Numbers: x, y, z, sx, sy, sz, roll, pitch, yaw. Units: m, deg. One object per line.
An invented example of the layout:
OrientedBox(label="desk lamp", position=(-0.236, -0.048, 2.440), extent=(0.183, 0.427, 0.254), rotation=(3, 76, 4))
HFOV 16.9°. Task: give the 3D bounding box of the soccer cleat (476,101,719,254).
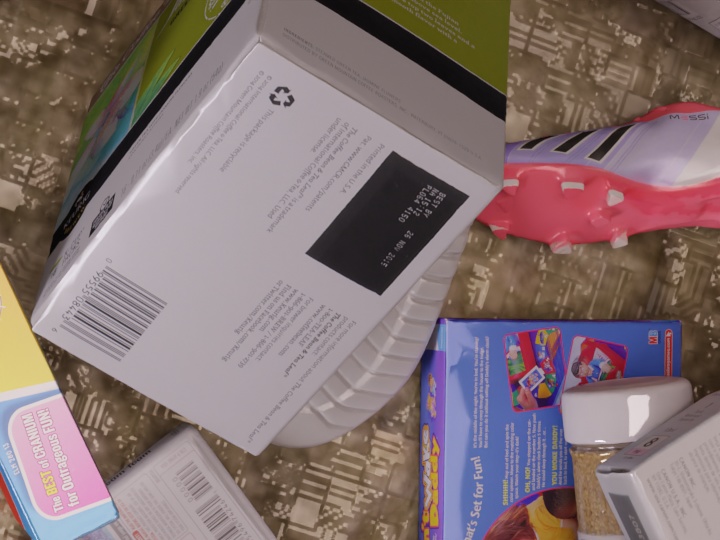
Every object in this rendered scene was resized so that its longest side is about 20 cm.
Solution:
OrientedBox(label="soccer cleat", position=(0.147, -0.057, 1.314), extent=(0.200, 0.067, 0.077), rotation=(-1, 52, -6))

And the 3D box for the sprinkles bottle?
OrientedBox(label="sprinkles bottle", position=(0.146, 0.157, 1.255), extent=(0.068, 0.068, 0.200), rotation=(-6, 92, -14))

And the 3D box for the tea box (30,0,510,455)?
OrientedBox(label="tea box", position=(-0.038, -0.062, 1.147), extent=(0.134, 0.197, 0.200), rotation=(31, 123, -17))

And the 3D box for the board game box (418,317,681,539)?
OrientedBox(label="board game box", position=(0.101, 0.125, 1.301), extent=(0.134, 0.045, 0.200), rotation=(1, 90, -14))

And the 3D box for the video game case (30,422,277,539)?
OrientedBox(label="video game case", position=(-0.103, 0.211, 1.253), extent=(0.182, 0.024, 0.200), rotation=(-38, 104, -11))

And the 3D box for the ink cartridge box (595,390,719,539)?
OrientedBox(label="ink cartridge box", position=(0.237, 0.122, 1.228), extent=(0.200, 0.057, 0.163), rotation=(-30, 100, -22))

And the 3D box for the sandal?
OrientedBox(label="sandal", position=(0.006, 0.004, 1.276), extent=(0.082, 0.050, 0.203), rotation=(30, 96, -21))

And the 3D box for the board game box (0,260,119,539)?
OrientedBox(label="board game box", position=(-0.184, 0.032, 1.175), extent=(0.040, 0.153, 0.200), rotation=(-26, 95, -12))

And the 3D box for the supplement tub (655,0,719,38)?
OrientedBox(label="supplement tub", position=(0.243, -0.169, 1.295), extent=(0.200, 0.132, 0.132), rotation=(27, 83, -13))
